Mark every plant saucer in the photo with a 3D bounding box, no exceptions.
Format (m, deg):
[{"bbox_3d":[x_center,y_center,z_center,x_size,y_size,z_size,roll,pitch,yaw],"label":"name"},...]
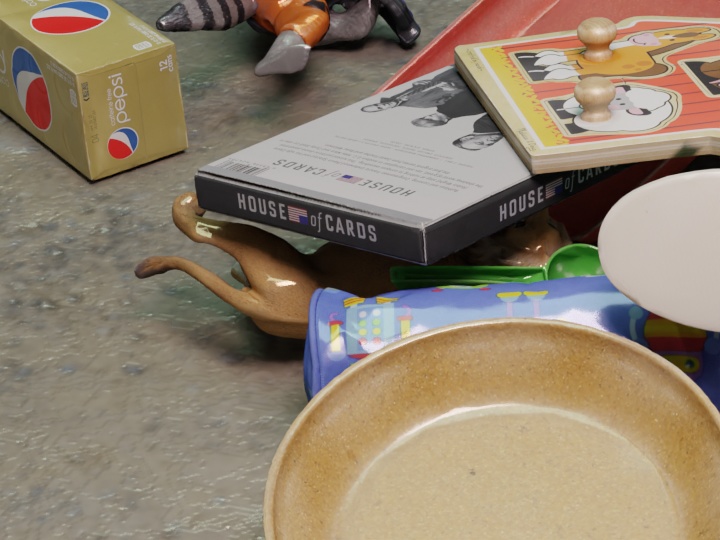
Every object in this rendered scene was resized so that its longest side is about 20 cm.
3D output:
[{"bbox_3d":[0.128,-0.102,1.591,0.200,0.037,0.199,-42,41,-15],"label":"plant saucer"},{"bbox_3d":[0.060,0.104,1.251,0.199,0.036,0.201,-4,45,4],"label":"plant saucer"}]

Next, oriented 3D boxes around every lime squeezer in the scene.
[{"bbox_3d":[0.119,-0.013,1.383,0.199,0.071,0.038,-16,42,19],"label":"lime squeezer"}]

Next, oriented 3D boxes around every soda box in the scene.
[{"bbox_3d":[-0.174,-0.123,1.702,0.064,0.068,0.200,-21,32,-25],"label":"soda box"}]

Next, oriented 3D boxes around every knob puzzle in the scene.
[{"bbox_3d":[0.159,-0.101,1.458,0.219,0.031,0.220,-4,21,2],"label":"knob puzzle"}]

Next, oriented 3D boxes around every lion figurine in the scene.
[{"bbox_3d":[0.000,0.000,1.453,0.199,0.073,0.123,-18,37,-12],"label":"lion figurine"}]

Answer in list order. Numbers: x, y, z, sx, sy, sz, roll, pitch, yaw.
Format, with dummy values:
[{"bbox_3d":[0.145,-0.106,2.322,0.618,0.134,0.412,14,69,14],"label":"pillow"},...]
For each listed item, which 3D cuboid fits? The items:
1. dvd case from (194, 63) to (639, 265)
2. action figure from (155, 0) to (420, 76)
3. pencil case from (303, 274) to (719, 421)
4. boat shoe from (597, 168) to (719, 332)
[{"bbox_3d":[0.041,-0.056,1.444,0.150,0.025,0.200,14,29,41],"label":"dvd case"},{"bbox_3d":[-0.065,-0.187,1.719,0.105,0.200,0.193,-39,-4,12],"label":"action figure"},{"bbox_3d":[0.074,0.040,1.356,0.199,0.078,0.087,-4,2,3],"label":"pencil case"},{"bbox_3d":[0.204,-0.017,1.287,0.199,0.072,0.069,-9,5,11],"label":"boat shoe"}]
